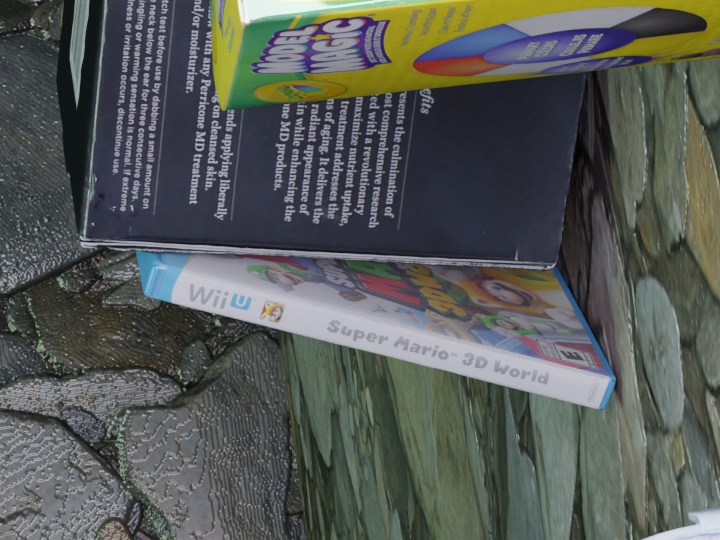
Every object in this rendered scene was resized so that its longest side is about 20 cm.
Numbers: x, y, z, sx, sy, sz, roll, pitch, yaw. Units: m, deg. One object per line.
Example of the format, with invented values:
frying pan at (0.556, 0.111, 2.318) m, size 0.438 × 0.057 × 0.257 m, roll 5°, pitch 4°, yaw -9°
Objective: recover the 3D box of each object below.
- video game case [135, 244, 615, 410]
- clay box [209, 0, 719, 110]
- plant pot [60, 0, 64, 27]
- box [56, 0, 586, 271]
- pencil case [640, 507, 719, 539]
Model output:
video game case at (0.000, 0.000, 1.189) m, size 0.143 × 0.199 × 0.018 m, roll -110°, pitch 36°, yaw -65°
clay box at (0.036, -0.077, 0.695) m, size 0.115 × 0.199 × 0.048 m, roll 122°, pitch 140°, yaw -82°
plant pot at (-0.185, -0.219, 2.856) m, size 0.184 × 0.200 × 0.201 m, roll -120°, pitch 21°, yaw -46°
box at (-0.022, -0.094, 1.178) m, size 0.200 × 0.196 × 0.124 m, roll -111°, pitch 28°, yaw -65°
pencil case at (0.116, 0.168, 0.780) m, size 0.091 × 0.083 × 0.201 m, roll 66°, pitch -168°, yaw -60°
